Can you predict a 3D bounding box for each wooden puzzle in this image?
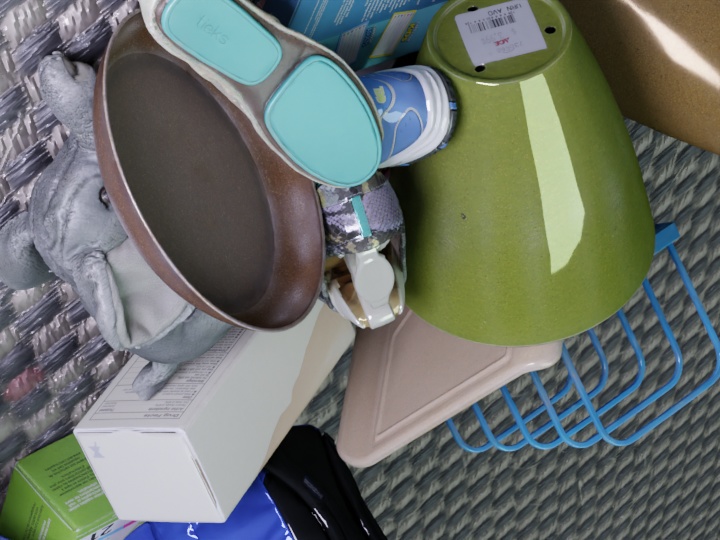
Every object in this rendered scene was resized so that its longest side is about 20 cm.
[{"bbox_3d":[0.073,0.036,1.653,0.037,0.185,0.200,37,132,-28],"label":"wooden puzzle"}]

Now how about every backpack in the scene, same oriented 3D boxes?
[{"bbox_3d":[-0.054,0.229,1.626,0.168,0.200,0.162,-37,166,22],"label":"backpack"}]

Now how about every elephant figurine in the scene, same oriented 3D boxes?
[{"bbox_3d":[-0.151,-0.022,1.382,0.141,0.156,0.200,-20,161,34],"label":"elephant figurine"}]

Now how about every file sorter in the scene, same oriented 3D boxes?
[{"bbox_3d":[0.149,0.057,1.733,0.139,0.123,0.200,-31,-169,-30],"label":"file sorter"}]

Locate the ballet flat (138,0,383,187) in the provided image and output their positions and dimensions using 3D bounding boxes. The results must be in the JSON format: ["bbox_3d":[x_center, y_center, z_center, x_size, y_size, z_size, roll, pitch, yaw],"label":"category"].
[{"bbox_3d":[-0.056,-0.122,1.343,0.067,0.062,0.200,-44,130,4],"label":"ballet flat"}]

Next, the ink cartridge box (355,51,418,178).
[{"bbox_3d":[-0.002,-0.082,1.628,0.095,0.037,0.200,-14,144,-51],"label":"ink cartridge box"}]

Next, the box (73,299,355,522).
[{"bbox_3d":[-0.093,0.073,1.541,0.200,0.095,0.078,-53,131,-43],"label":"box"}]

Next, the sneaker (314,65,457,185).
[{"bbox_3d":[-0.036,-0.081,1.465,0.200,0.076,0.077,-28,162,37],"label":"sneaker"}]

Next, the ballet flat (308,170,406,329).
[{"bbox_3d":[0.000,0.000,1.485,0.072,0.072,0.200,-41,163,-11],"label":"ballet flat"}]

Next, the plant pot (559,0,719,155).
[{"bbox_3d":[0.214,-0.175,1.629,0.186,0.200,0.187,-37,156,-19],"label":"plant pot"}]

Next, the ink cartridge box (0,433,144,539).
[{"bbox_3d":[-0.194,0.200,1.710,0.148,0.076,0.200,-26,149,-39],"label":"ink cartridge box"}]

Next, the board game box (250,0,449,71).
[{"bbox_3d":[0.013,-0.194,1.443,0.200,0.047,0.151,-23,150,-44],"label":"board game box"}]

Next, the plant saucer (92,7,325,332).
[{"bbox_3d":[-0.090,-0.054,1.326,0.032,0.201,0.200,-24,169,29],"label":"plant saucer"}]

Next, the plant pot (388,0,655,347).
[{"bbox_3d":[0.097,-0.084,1.529,0.187,0.187,0.200,-37,143,-21],"label":"plant pot"}]

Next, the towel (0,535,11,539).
[{"bbox_3d":[-0.234,0.247,1.649,0.200,0.144,0.024,99,18,-55],"label":"towel"}]
